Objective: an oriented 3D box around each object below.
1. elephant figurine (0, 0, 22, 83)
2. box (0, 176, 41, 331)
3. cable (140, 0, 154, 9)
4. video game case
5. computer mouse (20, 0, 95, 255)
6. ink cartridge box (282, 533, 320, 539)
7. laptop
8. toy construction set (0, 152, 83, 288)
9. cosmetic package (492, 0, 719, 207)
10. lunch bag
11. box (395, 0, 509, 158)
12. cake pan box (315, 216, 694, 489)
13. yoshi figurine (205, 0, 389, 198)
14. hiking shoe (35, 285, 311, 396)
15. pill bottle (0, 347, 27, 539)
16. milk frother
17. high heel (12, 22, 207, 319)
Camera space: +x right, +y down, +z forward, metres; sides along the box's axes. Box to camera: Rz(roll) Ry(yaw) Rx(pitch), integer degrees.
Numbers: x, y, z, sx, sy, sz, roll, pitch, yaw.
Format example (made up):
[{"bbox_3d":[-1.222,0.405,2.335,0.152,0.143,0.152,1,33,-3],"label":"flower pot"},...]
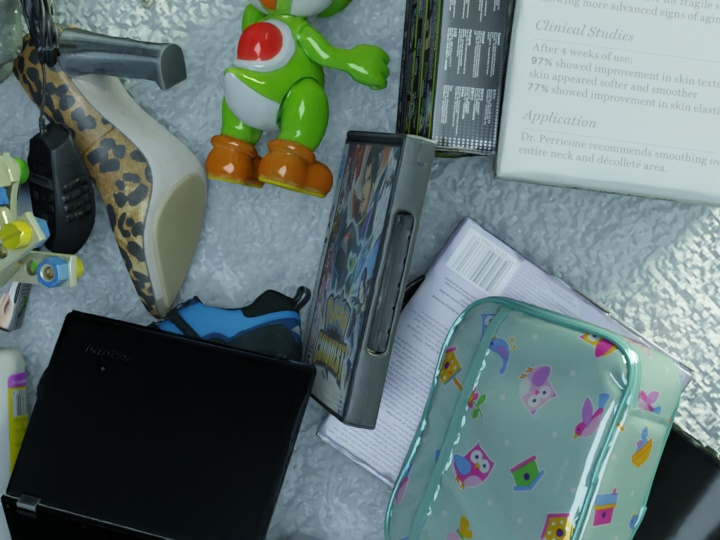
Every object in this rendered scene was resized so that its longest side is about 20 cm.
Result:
[{"bbox_3d":[-0.332,-0.173,1.409,0.200,0.141,0.155,-9,90,-21],"label":"elephant figurine"},{"bbox_3d":[-0.322,-0.035,1.490,0.200,0.035,0.110,15,92,3],"label":"box"},{"bbox_3d":[-0.103,-0.272,1.479,0.200,0.050,0.097,-38,72,-8],"label":"cable"},{"bbox_3d":[0.000,0.000,1.388,0.025,0.200,0.181,12,92,-11],"label":"video game case"},{"bbox_3d":[-0.202,-0.107,1.428,0.034,0.059,0.200,-10,107,-25],"label":"computer mouse"},{"bbox_3d":[-0.017,0.298,1.453,0.146,0.084,0.200,18,93,3],"label":"ink cartridge box"},{"bbox_3d":[-0.126,0.155,1.413,0.187,0.116,0.200,12,131,22],"label":"laptop"},{"bbox_3d":[-0.292,-0.017,1.419,0.200,0.092,0.131,-22,88,13],"label":"toy construction set"},{"bbox_3d":[0.180,-0.148,1.389,0.167,0.166,0.200,8,93,3],"label":"cosmetic package"},{"bbox_3d":[0.103,0.124,1.369,0.160,0.077,0.200,21,89,38],"label":"lunch bag"},{"bbox_3d":[0.062,-0.174,1.397,0.044,0.160,0.200,4,91,-8],"label":"box"},{"bbox_3d":[0.094,0.087,1.459,0.200,0.052,0.184,34,91,2],"label":"cake pan box"},{"bbox_3d":[-0.040,-0.152,1.438,0.112,0.112,0.200,9,90,-13],"label":"yoshi figurine"},{"bbox_3d":[-0.126,0.063,1.464,0.200,0.074,0.087,-5,59,20],"label":"hiking shoe"},{"bbox_3d":[-0.277,0.154,1.457,0.104,0.104,0.200,-2,91,4],"label":"pill bottle"},{"bbox_3d":[0.222,0.227,1.373,0.180,0.200,0.188,36,91,-11],"label":"milk frother"},{"bbox_3d":[-0.181,-0.071,1.483,0.142,0.071,0.200,11,111,31],"label":"high heel"}]
